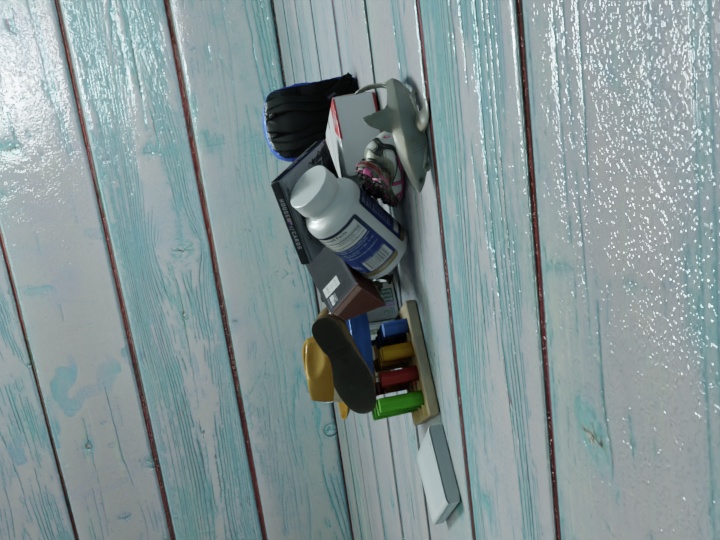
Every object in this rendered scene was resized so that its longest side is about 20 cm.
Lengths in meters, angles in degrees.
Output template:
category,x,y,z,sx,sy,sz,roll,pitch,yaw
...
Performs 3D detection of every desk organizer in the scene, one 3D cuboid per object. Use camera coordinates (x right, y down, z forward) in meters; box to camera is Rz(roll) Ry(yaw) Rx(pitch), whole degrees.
category,x,y,z,sx,sy,sz,roll,pitch,yaw
desk organizer,-0.032,0.015,1.605,0.077,0.072,0.201,35,-166,-33

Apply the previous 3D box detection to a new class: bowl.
category,x,y,z,sx,sy,sz,roll,pitch,yaw
bowl,-0.007,0.150,1.708,0.201,0.039,0.205,175,90,-82

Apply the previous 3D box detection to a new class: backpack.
category,x,y,z,sx,sy,sz,roll,pitch,yaw
backpack,-0.102,-0.297,1.866,0.168,0.196,0.165,177,82,-82

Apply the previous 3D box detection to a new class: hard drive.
category,x,y,z,sx,sy,sz,roll,pitch,yaw
hard drive,0.134,0.361,1.597,0.201,0.026,0.134,97,161,-65

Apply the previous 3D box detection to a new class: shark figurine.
category,x,y,z,sx,sy,sz,roll,pitch,yaw
shark figurine,0.040,-0.228,1.307,0.129,0.088,0.217,91,165,-51

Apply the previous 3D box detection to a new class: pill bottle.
category,x,y,z,sx,sy,sz,roll,pitch,yaw
pill bottle,-0.021,-0.082,1.513,0.199,0.111,0.112,39,-162,-34

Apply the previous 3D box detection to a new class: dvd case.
category,x,y,z,sx,sy,sz,roll,pitch,yaw
dvd case,-0.081,-0.122,1.573,0.200,0.024,0.152,-52,-53,-55

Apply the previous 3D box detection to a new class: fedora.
category,x,y,z,sx,sy,sz,roll,pitch,yaw
fedora,-0.065,0.181,1.699,0.201,0.080,0.204,175,90,-82

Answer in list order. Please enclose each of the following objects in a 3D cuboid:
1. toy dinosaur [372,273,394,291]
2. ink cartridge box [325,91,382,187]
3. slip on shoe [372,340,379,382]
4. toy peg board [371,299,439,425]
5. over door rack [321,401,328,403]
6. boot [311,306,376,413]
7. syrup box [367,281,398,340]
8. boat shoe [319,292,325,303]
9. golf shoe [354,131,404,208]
category,x,y,z,sx,sy,sz,roll,pitch,yaw
toy dinosaur,0.000,0.000,1.741,0.101,0.201,0.078,19,145,29
ink cartridge box,-0.008,-0.224,1.689,0.200,0.081,0.149,121,137,-79
slip on shoe,0.023,0.174,2.007,0.061,0.075,0.204,-172,75,-77
toy peg board,0.061,0.178,1.646,0.200,0.096,0.203,109,150,-75
over door rack,-0.016,0.198,2.073,0.147,0.066,0.204,-2,-79,-61
boot,-0.020,0.152,1.579,0.076,0.073,0.202,-69,-41,-66
syrup box,0.025,0.087,1.866,0.200,0.077,0.083,105,154,-73
boat shoe,-0.025,-0.030,1.821,0.094,0.074,0.201,76,-147,-42
golf shoe,0.046,-0.163,1.483,0.093,0.072,0.200,-61,-9,-7
